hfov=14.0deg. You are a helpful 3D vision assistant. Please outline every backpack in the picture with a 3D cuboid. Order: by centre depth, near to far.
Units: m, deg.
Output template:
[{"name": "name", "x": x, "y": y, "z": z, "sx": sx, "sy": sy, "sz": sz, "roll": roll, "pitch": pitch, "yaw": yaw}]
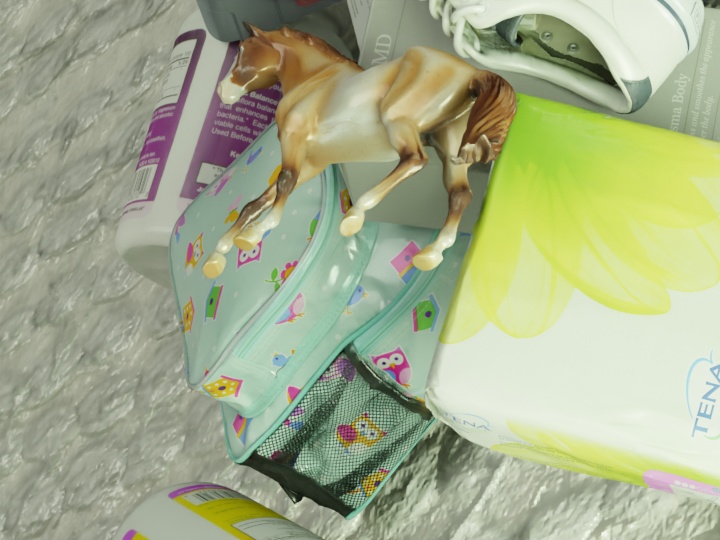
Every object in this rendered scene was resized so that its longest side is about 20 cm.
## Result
[{"name": "backpack", "x": 0.000, "y": 0.000, "z": 1.527, "sx": 0.200, "sy": 0.153, "sz": 0.176, "roll": -39, "pitch": 34, "yaw": 20}]

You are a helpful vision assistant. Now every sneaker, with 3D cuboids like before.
[{"name": "sneaker", "x": 0.058, "y": -0.136, "z": 1.348, "sx": 0.071, "sy": 0.200, "sz": 0.073, "roll": -56, "pitch": -19, "yaw": -31}]

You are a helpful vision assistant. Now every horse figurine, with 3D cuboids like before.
[{"name": "horse figurine", "x": 0.003, "y": -0.060, "z": 1.320, "sx": 0.200, "sy": 0.050, "sz": 0.133, "roll": -4, "pitch": 49, "yaw": 42}]

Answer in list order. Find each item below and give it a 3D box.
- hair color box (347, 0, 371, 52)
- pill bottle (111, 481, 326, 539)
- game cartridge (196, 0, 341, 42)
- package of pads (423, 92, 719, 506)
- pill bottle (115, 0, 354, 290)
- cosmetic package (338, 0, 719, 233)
[{"name": "hair color box", "x": 0.066, "y": -0.179, "z": 1.451, "sx": 0.200, "sy": 0.061, "sz": 0.102, "roll": -20, "pitch": 83, "yaw": 54}, {"name": "pill bottle", "x": -0.048, "y": 0.181, "z": 1.500, "sx": 0.200, "sy": 0.104, "sz": 0.104, "roll": 21, "pitch": 85, "yaw": 58}, {"name": "game cartridge", "x": -0.005, "y": -0.202, "z": 1.617, "sx": 0.200, "sy": 0.133, "sz": 0.041, "roll": -23, "pitch": 61, "yaw": -1}, {"name": "package of pads", "x": 0.140, "y": 0.022, "z": 1.286, "sx": 0.200, "sy": 0.068, "sz": 0.155, "roll": 15, "pitch": 77, "yaw": 14}, {"name": "pill bottle", "x": -0.065, "y": -0.087, "z": 1.713, "sx": 0.112, "sy": 0.112, "sz": 0.200, "roll": -6, "pitch": 62, "yaw": 53}, {"name": "cosmetic package", "x": 0.096, "y": -0.073, "z": 1.403, "sx": 0.090, "sy": 0.200, "sz": 0.107, "roll": 78, "pitch": -159, "yaw": -67}]
